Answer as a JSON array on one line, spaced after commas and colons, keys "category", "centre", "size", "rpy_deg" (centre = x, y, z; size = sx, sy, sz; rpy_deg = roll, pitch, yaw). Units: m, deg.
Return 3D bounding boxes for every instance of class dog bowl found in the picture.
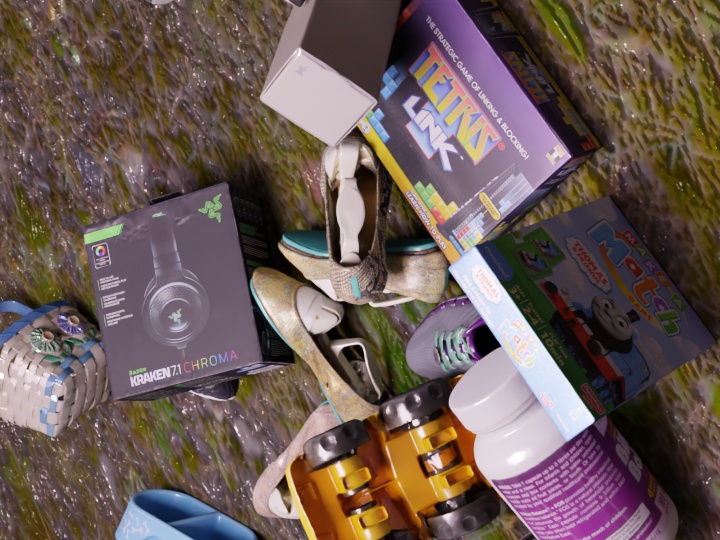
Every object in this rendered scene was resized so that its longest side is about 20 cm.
[{"category": "dog bowl", "centre": [-0.202, 0.315, 1.410], "size": [0.199, 0.111, 0.050], "rpy_deg": [20, 102, 37]}]

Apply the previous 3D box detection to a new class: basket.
[{"category": "basket", "centre": [-0.417, 0.107, 1.494], "size": [0.199, 0.176, 0.140], "rpy_deg": [19, 118, 16]}]

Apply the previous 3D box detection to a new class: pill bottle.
[{"category": "pill bottle", "centre": [0.165, 0.159, 0.987], "size": [0.112, 0.112, 0.200], "rpy_deg": [-28, 107, 43]}]

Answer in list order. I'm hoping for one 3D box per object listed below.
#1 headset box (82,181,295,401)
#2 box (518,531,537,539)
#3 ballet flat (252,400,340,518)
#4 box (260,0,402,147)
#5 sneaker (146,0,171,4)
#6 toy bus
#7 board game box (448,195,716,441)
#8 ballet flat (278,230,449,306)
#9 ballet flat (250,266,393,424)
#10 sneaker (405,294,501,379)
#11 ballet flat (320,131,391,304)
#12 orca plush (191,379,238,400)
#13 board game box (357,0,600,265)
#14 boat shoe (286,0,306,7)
[{"category": "headset box", "centre": [-0.179, 0.019, 1.238], "size": [0.173, 0.093, 0.201], "rpy_deg": [-14, 80, 15]}, {"category": "box", "centre": [0.154, 0.305, 1.022], "size": [0.040, 0.199, 0.137], "rpy_deg": [-44, 73, 40]}, {"category": "ballet flat", "centre": [-0.062, 0.222, 1.271], "size": [0.067, 0.068, 0.201], "rpy_deg": [-105, 34, -45]}, {"category": "box", "centre": [-0.018, -0.206, 1.017], "size": [0.082, 0.201, 0.068], "rpy_deg": [32, 134, -17]}, {"category": "sneaker", "centre": [-0.195, -0.375, 1.222], "size": [0.087, 0.074, 0.201], "rpy_deg": [37, 119, 42]}, {"category": "toy bus", "centre": [0.019, 0.194, 1.118], "size": [0.136, 0.199, 0.192], "rpy_deg": [67, 160, 2]}, {"category": "board game box", "centre": [0.176, 0.028, 0.916], "size": [0.037, 0.199, 0.152], "rpy_deg": [-45, 74, 39]}, {"category": "ballet flat", "centre": [0.000, 0.000, 1.146], "size": [0.199, 0.071, 0.071], "rpy_deg": [5, 106, 38]}, {"category": "ballet flat", "centre": [-0.031, 0.071, 1.188], "size": [0.070, 0.071, 0.201], "rpy_deg": [-22, 105, 43]}, {"category": "sneaker", "centre": [0.098, 0.058, 1.072], "size": [0.199, 0.087, 0.075], "rpy_deg": [-26, 86, 43]}, {"category": "ballet flat", "centre": [-0.006, -0.067, 1.081], "size": [0.075, 0.067, 0.201], "rpy_deg": [75, -170, -55]}, {"category": "orca plush", "centre": [-0.199, 0.069, 1.338], "size": [0.200, 0.105, 0.072], "rpy_deg": [46, 134, 53]}, {"category": "board game box", "centre": [0.088, -0.133, 1.043], "size": [0.201, 0.057, 0.165], "rpy_deg": [56, 133, 13]}, {"category": "boat shoe", "centre": [-0.068, -0.306, 1.029], "size": [0.092, 0.200, 0.075], "rpy_deg": [32, 118, -18]}]
